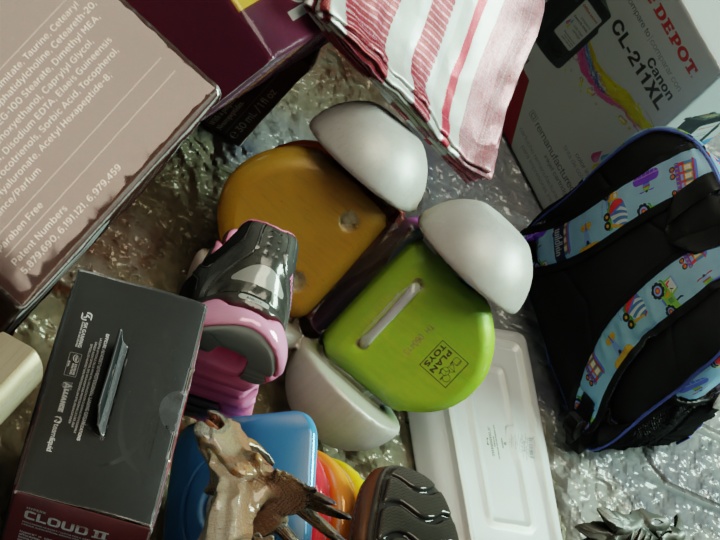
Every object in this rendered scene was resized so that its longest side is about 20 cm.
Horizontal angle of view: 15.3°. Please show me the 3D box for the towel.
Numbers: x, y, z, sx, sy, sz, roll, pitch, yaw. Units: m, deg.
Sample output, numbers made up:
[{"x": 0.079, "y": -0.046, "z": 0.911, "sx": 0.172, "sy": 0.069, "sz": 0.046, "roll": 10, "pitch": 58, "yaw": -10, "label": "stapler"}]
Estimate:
[{"x": 0.044, "y": -0.163, "z": 1.629, "sx": 0.200, "sy": 0.023, "sz": 0.144, "roll": 42, "pitch": 57, "yaw": -45, "label": "towel"}]

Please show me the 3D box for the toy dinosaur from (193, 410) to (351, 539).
[{"x": -0.058, "y": 0.183, "z": 1.427, "sx": 0.135, "sy": 0.086, "sz": 0.201, "roll": -23, "pitch": 114, "yaw": -68, "label": "toy dinosaur"}]

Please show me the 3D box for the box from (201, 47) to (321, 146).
[{"x": -0.126, "y": -0.177, "z": 1.719, "sx": 0.200, "sy": 0.100, "sz": 0.075, "roll": 32, "pitch": 46, "yaw": -13, "label": "box"}]

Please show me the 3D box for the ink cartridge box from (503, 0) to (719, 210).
[{"x": 0.184, "y": -0.146, "z": 1.853, "sx": 0.083, "sy": 0.200, "sz": 0.146, "roll": -11, "pitch": 67, "yaw": -40, "label": "ink cartridge box"}]

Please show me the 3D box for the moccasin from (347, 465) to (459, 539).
[{"x": 0.017, "y": 0.206, "z": 1.486, "sx": 0.073, "sy": 0.078, "sz": 0.202, "roll": 11, "pitch": 63, "yaw": -32, "label": "moccasin"}]

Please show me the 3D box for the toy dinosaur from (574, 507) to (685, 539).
[{"x": 0.183, "y": 0.227, "z": 1.636, "sx": 0.199, "sy": 0.102, "sz": 0.136, "roll": 2, "pitch": 44, "yaw": -32, "label": "toy dinosaur"}]

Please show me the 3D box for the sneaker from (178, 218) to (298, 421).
[{"x": -0.080, "y": 0.027, "z": 1.535, "sx": 0.079, "sy": 0.200, "sz": 0.096, "roll": 20, "pitch": 68, "yaw": -15, "label": "sneaker"}]

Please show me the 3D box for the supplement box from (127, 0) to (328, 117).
[{"x": -0.062, "y": -0.190, "z": 1.624, "sx": 0.131, "sy": 0.103, "sz": 0.200, "roll": 55, "pitch": 43, "yaw": -2, "label": "supplement box"}]

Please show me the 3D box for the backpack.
[{"x": 0.209, "y": 0.004, "z": 1.766, "sx": 0.134, "sy": 0.200, "sz": 0.183, "roll": 0, "pitch": 59, "yaw": -36, "label": "backpack"}]

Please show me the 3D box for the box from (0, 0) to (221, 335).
[{"x": -0.210, "y": -0.087, "z": 1.435, "sx": 0.200, "sy": 0.166, "sz": 0.164, "roll": 43, "pitch": 73, "yaw": -4, "label": "box"}]

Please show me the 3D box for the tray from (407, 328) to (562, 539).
[{"x": 0.083, "y": 0.115, "z": 1.722, "sx": 0.107, "sy": 0.022, "sz": 0.201, "roll": 12, "pitch": 54, "yaw": -31, "label": "tray"}]

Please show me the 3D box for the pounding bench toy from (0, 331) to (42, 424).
[{"x": -0.265, "y": 0.051, "z": 1.386, "sx": 0.156, "sy": 0.200, "sz": 0.124, "roll": 44, "pitch": 45, "yaw": -3, "label": "pounding bench toy"}]

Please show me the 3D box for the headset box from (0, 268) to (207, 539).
[{"x": -0.144, "y": 0.110, "z": 1.425, "sx": 0.077, "sy": 0.200, "sz": 0.149, "roll": 15, "pitch": 51, "yaw": -5, "label": "headset box"}]

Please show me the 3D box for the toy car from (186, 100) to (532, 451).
[{"x": 0.000, "y": 0.000, "z": 1.669, "sx": 0.200, "sy": 0.175, "sz": 0.150, "roll": 42, "pitch": 8, "yaw": -3, "label": "toy car"}]

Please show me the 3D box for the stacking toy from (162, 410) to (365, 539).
[{"x": -0.015, "y": 0.157, "z": 1.581, "sx": 0.200, "sy": 0.116, "sz": 0.110, "roll": 20, "pitch": 69, "yaw": -45, "label": "stacking toy"}]
